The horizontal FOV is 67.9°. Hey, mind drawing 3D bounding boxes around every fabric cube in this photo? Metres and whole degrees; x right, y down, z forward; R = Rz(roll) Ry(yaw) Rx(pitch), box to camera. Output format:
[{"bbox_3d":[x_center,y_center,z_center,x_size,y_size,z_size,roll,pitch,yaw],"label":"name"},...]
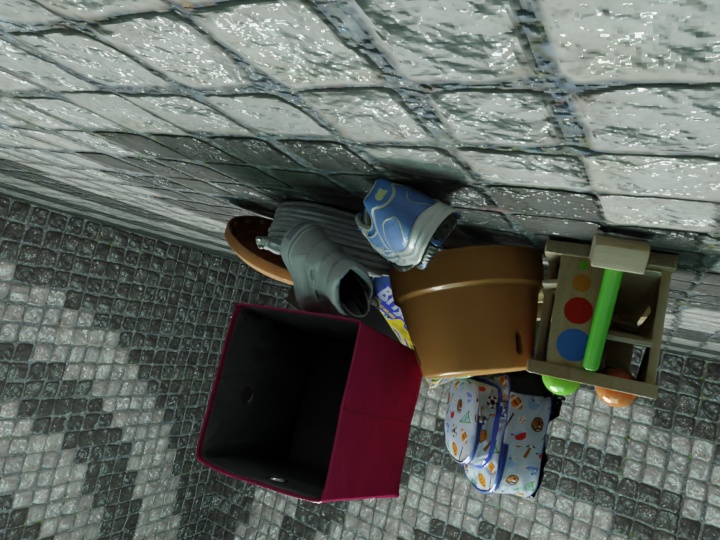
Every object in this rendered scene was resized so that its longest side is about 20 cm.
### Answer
[{"bbox_3d":[-0.054,0.171,0.692,0.194,0.202,0.199,5,164,30],"label":"fabric cube"}]

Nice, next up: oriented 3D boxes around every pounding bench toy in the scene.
[{"bbox_3d":[0.244,0.057,0.553,0.123,0.158,0.200,9,175,23],"label":"pounding bench toy"}]

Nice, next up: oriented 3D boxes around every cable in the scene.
[{"bbox_3d":[-0.033,-0.040,0.762,0.198,0.070,0.200,12,177,6],"label":"cable"}]

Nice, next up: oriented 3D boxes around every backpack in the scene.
[{"bbox_3d":[0.218,0.253,0.849,0.152,0.193,0.200,1,176,-4],"label":"backpack"}]

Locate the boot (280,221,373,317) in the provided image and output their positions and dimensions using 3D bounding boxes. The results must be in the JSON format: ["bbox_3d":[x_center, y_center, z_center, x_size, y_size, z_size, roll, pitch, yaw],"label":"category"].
[{"bbox_3d":[-0.029,0.030,0.636,0.095,0.074,0.200,40,166,28],"label":"boot"}]

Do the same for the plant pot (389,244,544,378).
[{"bbox_3d":[0.142,0.062,0.687,0.198,0.142,0.200,-5,167,-1],"label":"plant pot"}]

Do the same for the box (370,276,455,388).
[{"bbox_3d":[0.092,0.075,0.829,0.070,0.065,0.201,-9,-127,-40],"label":"box"}]

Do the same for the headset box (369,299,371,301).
[{"bbox_3d":[-0.071,0.023,1.219,0.200,0.077,0.149,42,178,1],"label":"headset box"}]

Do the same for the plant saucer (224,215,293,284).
[{"bbox_3d":[-0.123,-0.028,0.863,0.198,0.033,0.201,22,-160,-8],"label":"plant saucer"}]

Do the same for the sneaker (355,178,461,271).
[{"bbox_3d":[0.039,-0.048,0.518,0.077,0.076,0.200,35,175,-1],"label":"sneaker"}]

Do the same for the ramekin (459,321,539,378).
[{"bbox_3d":[0.214,0.086,0.890,0.199,0.098,0.200,-29,180,0],"label":"ramekin"}]

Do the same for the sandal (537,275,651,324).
[{"bbox_3d":[0.308,0.025,0.743,0.209,0.078,0.070,5,143,11],"label":"sandal"}]

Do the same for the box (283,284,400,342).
[{"bbox_3d":[-0.033,0.076,0.932,0.141,0.079,0.200,34,174,-28],"label":"box"}]
